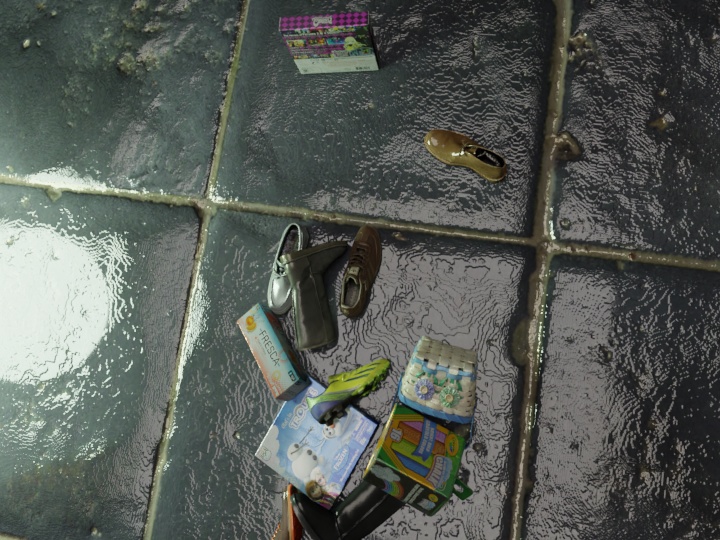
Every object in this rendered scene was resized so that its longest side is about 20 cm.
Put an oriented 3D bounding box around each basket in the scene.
[{"bbox_3d":[0.149,0.248,1.142,0.170,0.140,0.206,12,117,12],"label":"basket"}]

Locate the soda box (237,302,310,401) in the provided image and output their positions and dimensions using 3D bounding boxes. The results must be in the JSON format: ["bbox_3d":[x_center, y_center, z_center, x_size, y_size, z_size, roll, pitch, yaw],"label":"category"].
[{"bbox_3d":[-0.185,0.172,1.221,0.068,0.064,0.203,-36,64,6],"label":"soda box"}]

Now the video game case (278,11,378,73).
[{"bbox_3d":[-0.062,-0.498,1.270,0.192,0.181,0.037,1,80,11],"label":"video game case"}]

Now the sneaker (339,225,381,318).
[{"bbox_3d":[0.000,0.000,1.231,0.068,0.076,0.207,9,83,11],"label":"sneaker"}]

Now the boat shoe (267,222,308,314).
[{"bbox_3d":[-0.166,-0.008,1.264,0.068,0.072,0.208,13,83,12],"label":"boat shoe"}]

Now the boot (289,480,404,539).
[{"bbox_3d":[-0.021,0.451,1.134,0.197,0.066,0.167,-35,103,-8],"label":"boot"}]

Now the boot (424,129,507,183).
[{"bbox_3d":[0.226,-0.260,1.235,0.196,0.075,0.075,27,88,14],"label":"boot"}]

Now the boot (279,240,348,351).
[{"bbox_3d":[-0.081,0.050,1.234,0.177,0.072,0.207,-18,90,-27],"label":"boot"}]

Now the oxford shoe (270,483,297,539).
[{"bbox_3d":[-0.156,0.546,1.175,0.070,0.071,0.208,-3,81,13],"label":"oxford shoe"}]

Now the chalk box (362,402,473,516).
[{"bbox_3d":[0.122,0.372,1.098,0.195,0.126,0.126,26,53,4],"label":"chalk box"}]

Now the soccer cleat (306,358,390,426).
[{"bbox_3d":[-0.024,0.232,1.179,0.197,0.066,0.084,-33,61,-22],"label":"soccer cleat"}]

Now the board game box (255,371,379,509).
[{"bbox_3d":[-0.091,0.355,1.206,0.195,0.043,0.204,30,86,14],"label":"board game box"}]
